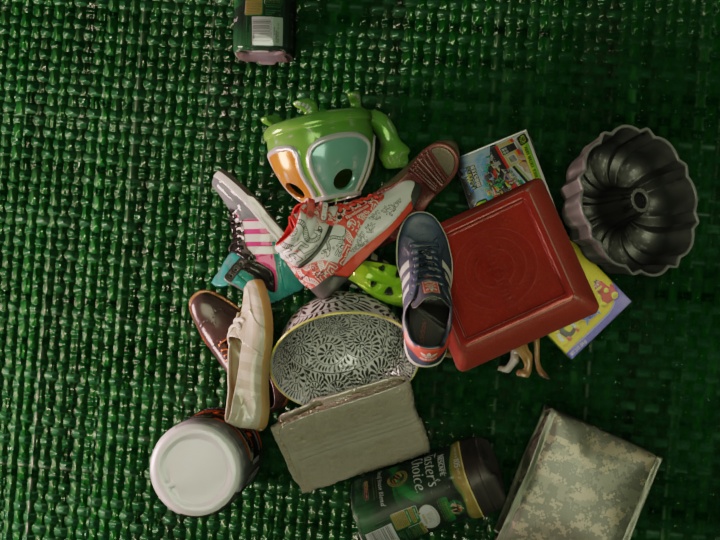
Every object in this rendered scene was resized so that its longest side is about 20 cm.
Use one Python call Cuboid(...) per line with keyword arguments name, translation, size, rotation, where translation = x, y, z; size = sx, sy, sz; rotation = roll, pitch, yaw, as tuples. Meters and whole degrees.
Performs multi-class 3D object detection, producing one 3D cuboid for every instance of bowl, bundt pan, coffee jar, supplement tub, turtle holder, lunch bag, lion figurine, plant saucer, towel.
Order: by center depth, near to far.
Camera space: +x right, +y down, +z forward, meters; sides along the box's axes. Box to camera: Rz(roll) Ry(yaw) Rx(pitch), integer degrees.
Cuboid(name="plant saucer", translation=(0.178, 0.001, 1.503), size=(0.199, 0.037, 0.200), rotation=(-25, 70, 11))
Cuboid(name="bundt pan", translation=(0.345, -0.085, 1.529), size=(0.201, 0.076, 0.203), rotation=(5, 78, -26))
Cuboid(name="supplement tub", translation=(-0.197, 0.247, 1.535), size=(0.122, 0.200, 0.123), rotation=(0, 91, 4))
Cuboid(name="lunch bag", translation=(0.284, 0.303, 1.543), size=(0.164, 0.118, 0.201), rotation=(23, 87, 4))
Cuboid(name="coffee jar", translation=(0.091, 0.296, 1.546), size=(0.199, 0.104, 0.086), rotation=(-22, 114, 8))
Cuboid(name="bowl", translation=(-0.024, 0.091, 1.560), size=(0.200, 0.201, 0.094), rotation=(-11, 45, 4))
Cuboid(name="lion figurine", translation=(0.170, 0.068, 1.564), size=(0.199, 0.072, 0.123), rotation=(14, 87, 13))
Cuboid(name="turtle holder", translation=(-0.038, -0.159, 1.568), size=(0.141, 0.185, 0.132), rotation=(-14, 88, 37))
Cuboid(name="coffee jar", translation=(-0.129, -0.387, 1.579), size=(0.085, 0.104, 0.201), rotation=(2, 89, 1))
Cuboid(name="towel", translation=(-0.013, 0.223, 1.579), size=(0.199, 0.035, 0.133), rotation=(-17, 122, 3))

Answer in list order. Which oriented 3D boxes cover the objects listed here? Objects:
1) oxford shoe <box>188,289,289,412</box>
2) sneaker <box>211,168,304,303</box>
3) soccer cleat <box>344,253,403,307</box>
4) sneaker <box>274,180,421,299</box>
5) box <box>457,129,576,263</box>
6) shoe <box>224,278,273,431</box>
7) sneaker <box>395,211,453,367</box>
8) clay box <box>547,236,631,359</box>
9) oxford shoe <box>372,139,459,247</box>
Cuboid(name="oxford shoe", translation=(-0.167, 0.108, 1.597), size=(0.071, 0.073, 0.200), rotation=(-40, 87, 4))
Cuboid(name="sneaker", translation=(-0.166, -0.031, 1.596), size=(0.121, 0.084, 0.200), rotation=(-40, 88, -6))
Cuboid(name="soccer cleat", translation=(0.000, 0.000, 1.578), size=(0.200, 0.081, 0.068), rotation=(31, 82, 33))
Cuboid(name="sneaker", translation=(-0.019, -0.069, 1.496), size=(0.108, 0.067, 0.201), rotation=(45, 82, -12))
Cuboid(name="box", translation=(0.206, -0.076, 1.551), size=(0.110, 0.035, 0.201), rotation=(-22, 70, 13))
Cuboid(name="shoe", translation=(-0.147, 0.106, 1.509), size=(0.053, 0.070, 0.201), rotation=(5, 73, -19))
Cuboid(name="sneaker", translation=(0.085, 0.017, 1.457), size=(0.075, 0.085, 0.201), rotation=(-4, 78, -3))
Cuboid(name="clay box", translation=(0.255, 0.009, 1.579), size=(0.115, 0.048, 0.200), rotation=(-45, 87, 3))
Cuboid(name="oxford shoe", translation=(0.065, -0.102, 1.586), size=(0.200, 0.075, 0.070), rotation=(-40, 96, 23))
